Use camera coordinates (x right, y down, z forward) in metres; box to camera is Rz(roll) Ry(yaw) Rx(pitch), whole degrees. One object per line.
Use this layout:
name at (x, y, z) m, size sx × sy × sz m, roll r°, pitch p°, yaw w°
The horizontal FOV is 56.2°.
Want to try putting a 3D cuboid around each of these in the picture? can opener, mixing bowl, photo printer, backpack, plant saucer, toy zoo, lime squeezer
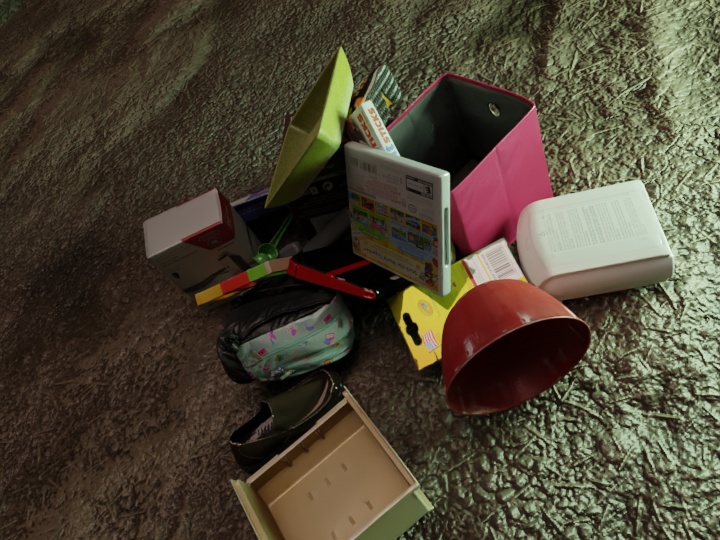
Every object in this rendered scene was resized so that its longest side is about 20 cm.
can opener at (-0.080, -0.045, 1.160) m, size 0.199 × 0.052 × 0.067 m, roll -38°, pitch 79°, yaw 24°
mixing bowl at (0.180, 0.084, 0.863) m, size 0.198 × 0.201 × 0.109 m, roll -26°, pitch 52°, yaw 4°
photo printer at (0.329, -0.041, 0.978) m, size 0.197 × 0.070 × 0.168 m, roll -12°, pitch 47°, yaw 12°
backpack at (-0.110, 0.091, 1.049) m, size 0.197 × 0.128 × 0.168 m, roll -20°, pitch 28°, yaw 8°
plant saucer at (-0.073, -0.213, 1.059) m, size 0.200 × 0.047 × 0.203 m, roll -43°, pitch 30°, yaw 48°
toy zoo at (-0.182, 0.019, 1.114) m, size 0.198 × 0.131 × 0.021 m, roll -23°, pitch 85°, yaw 30°
lime squeezer at (-0.154, -0.030, 1.152) m, size 0.070 × 0.038 × 0.201 m, roll -37°, pitch 15°, yaw 23°

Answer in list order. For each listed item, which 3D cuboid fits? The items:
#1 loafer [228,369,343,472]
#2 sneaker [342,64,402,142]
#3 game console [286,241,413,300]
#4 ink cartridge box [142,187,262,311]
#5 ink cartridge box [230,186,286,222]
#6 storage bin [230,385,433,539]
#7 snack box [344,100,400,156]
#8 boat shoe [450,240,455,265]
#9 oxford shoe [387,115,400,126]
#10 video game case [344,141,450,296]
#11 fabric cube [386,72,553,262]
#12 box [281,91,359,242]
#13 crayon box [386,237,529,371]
loafer at (-0.111, 0.216, 0.995) m, size 0.199 × 0.072 × 0.073 m, roll -40°, pitch 47°, yaw -8°
sneaker at (0.006, -0.276, 1.119) m, size 0.089 × 0.070 × 0.201 m, roll -20°, pitch 27°, yaw 28°
game console at (0.000, 0.000, 1.059) m, size 0.175 × 0.032 × 0.199 m, roll 20°, pitch 21°, yaw 28°
ink cartridge box at (-0.261, -0.029, 1.178) m, size 0.145 × 0.201 × 0.084 m, roll -24°, pitch 55°, yaw 7°
ink cartridge box at (-0.209, -0.116, 1.263) m, size 0.195 × 0.048 × 0.200 m, roll -19°, pitch 14°, yaw 10°
storage bin at (-0.041, 0.289, 0.887) m, size 0.199 × 0.094 × 0.199 m, roll -38°, pitch 47°, yaw -6°
snack box at (0.039, -0.144, 0.996) m, size 0.024 × 0.202 × 0.072 m, roll -26°, pitch -3°, yaw -30°
boat shoe at (0.062, -0.048, 1.075) m, size 0.064 × 0.073 × 0.199 m, roll -21°, pitch 35°, yaw -32°
oxford shoe at (0.111, -0.277, 1.298) m, size 0.197 × 0.074 × 0.085 m, roll -6°, pitch 34°, yaw 19°
video game case at (0.052, -0.078, 0.978) m, size 0.023 × 0.185 × 0.199 m, roll -26°, pitch 36°, yaw -33°
fabric cube at (0.164, -0.154, 1.072) m, size 0.200 × 0.200 × 0.195 m, roll -44°, pitch 47°, yaw -13°
box at (-0.040, -0.178, 1.215) m, size 0.163 × 0.165 × 0.202 m, roll -14°, pitch 49°, yaw 15°
crayon box at (0.152, 0.055, 0.990) m, size 0.198 × 0.051 × 0.128 m, roll -26°, pitch 63°, yaw 4°
